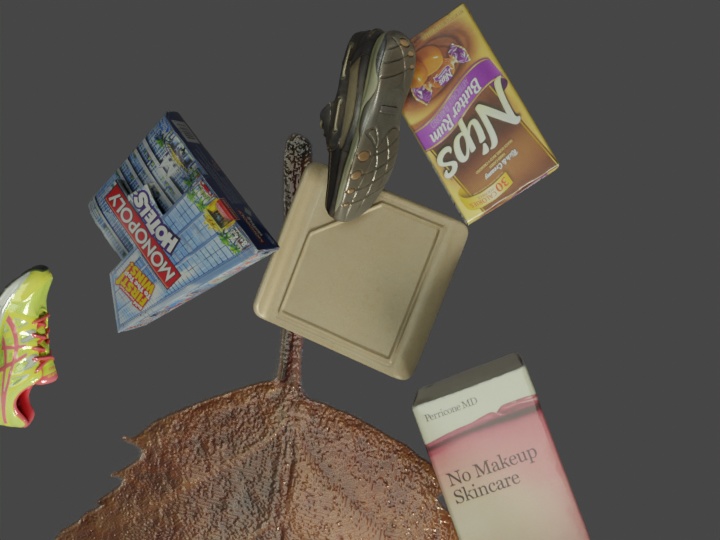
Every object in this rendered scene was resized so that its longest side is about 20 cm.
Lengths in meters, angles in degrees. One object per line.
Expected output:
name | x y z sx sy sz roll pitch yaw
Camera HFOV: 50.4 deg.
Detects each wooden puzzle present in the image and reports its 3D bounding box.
wooden puzzle | 0.000 0.000 0.861 0.197 0.037 0.188 22 93 2

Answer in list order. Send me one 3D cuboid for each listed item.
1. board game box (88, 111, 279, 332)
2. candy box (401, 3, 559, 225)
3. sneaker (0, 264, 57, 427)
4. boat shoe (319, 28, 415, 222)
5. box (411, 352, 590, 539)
board game box | -0.225 -0.037 0.861 0.199 0.062 0.201 -42 81 17
candy box | 0.114 -0.166 0.830 0.116 0.056 0.202 -31 88 7
sneaker | -0.391 0.092 0.900 0.089 0.078 0.203 22 99 -1
boat shoe | -0.001 -0.153 0.810 0.073 0.074 0.204 27 105 35
box | 0.146 0.206 0.803 0.126 0.109 0.203 -21 88 8
